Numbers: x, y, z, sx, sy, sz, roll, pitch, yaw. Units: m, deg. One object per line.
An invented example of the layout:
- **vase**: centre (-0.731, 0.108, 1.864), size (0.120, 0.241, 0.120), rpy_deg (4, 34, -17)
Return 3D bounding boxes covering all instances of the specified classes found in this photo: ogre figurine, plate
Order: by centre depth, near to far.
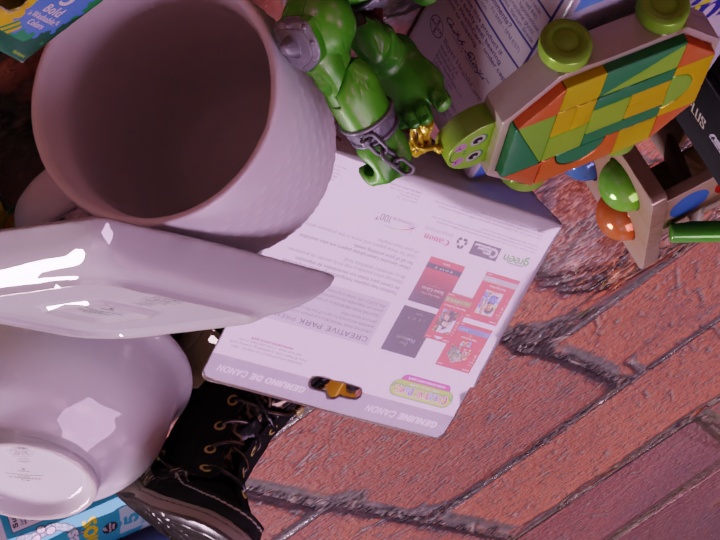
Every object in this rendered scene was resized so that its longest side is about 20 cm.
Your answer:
- **ogre figurine**: centre (0.007, -0.160, 1.438), size (0.120, 0.098, 0.201), rpy_deg (29, 87, -47)
- **plate**: centre (-0.149, 0.010, 1.485), size (0.199, 0.033, 0.199), rpy_deg (-8, 165, 39)

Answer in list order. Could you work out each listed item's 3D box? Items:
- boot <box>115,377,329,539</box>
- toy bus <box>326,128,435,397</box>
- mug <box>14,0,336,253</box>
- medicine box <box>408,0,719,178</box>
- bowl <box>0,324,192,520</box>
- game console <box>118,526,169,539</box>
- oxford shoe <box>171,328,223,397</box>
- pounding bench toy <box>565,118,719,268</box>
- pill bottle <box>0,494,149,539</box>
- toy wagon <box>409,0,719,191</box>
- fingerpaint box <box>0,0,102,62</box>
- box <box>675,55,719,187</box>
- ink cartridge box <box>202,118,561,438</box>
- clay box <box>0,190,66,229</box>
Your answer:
- **boot**: centre (-0.081, 0.114, 1.712), size (0.151, 0.073, 0.200), rpy_deg (-53, -165, -10)
- **toy bus**: centre (0.000, -0.003, 1.798), size (0.078, 0.065, 0.201), rpy_deg (4, 118, -59)
- **mug**: centre (-0.110, -0.066, 1.495), size (0.199, 0.148, 0.175), rpy_deg (-33, 162, 8)
- **medicine box**: centre (0.149, -0.173, 1.656), size (0.181, 0.103, 0.200), rpy_deg (-18, 156, -30)
- **bowl**: centre (-0.210, 0.099, 1.674), size (0.199, 0.091, 0.202), rpy_deg (3, 145, 2)
- **game console**: centre (-0.205, 0.196, 1.943), size (0.199, 0.177, 0.031), rpy_deg (-22, 117, -21)
- **oxford shoe**: centre (-0.089, 0.038, 1.841), size (0.072, 0.085, 0.200), rpy_deg (-15, 152, -30)
- **pounding bench toy**: centre (0.246, -0.070, 1.878), size (0.155, 0.201, 0.124), rpy_deg (-27, 159, -9)
- **pill bottle**: centre (-0.240, 0.162, 1.876), size (0.199, 0.111, 0.111), rpy_deg (-22, 157, -21)
- **toy wagon**: centre (0.123, -0.100, 1.587), size (0.199, 0.040, 0.155), rpy_deg (-22, 157, -18)
- **fingerpaint box**: centre (-0.159, -0.196, 1.237), size (0.166, 0.074, 0.200), rpy_deg (-35, 159, 12)
- **box**: centre (0.305, -0.166, 1.793), size (0.199, 0.164, 0.086), rpy_deg (-24, 158, -13)
- **ink cartridge box**: centre (0.000, 0.000, 1.697), size (0.199, 0.084, 0.176), rpy_deg (17, 111, -30)
- **clay box**: centre (-0.273, 0.001, 1.562), size (0.199, 0.048, 0.115), rpy_deg (-29, 159, -6)
